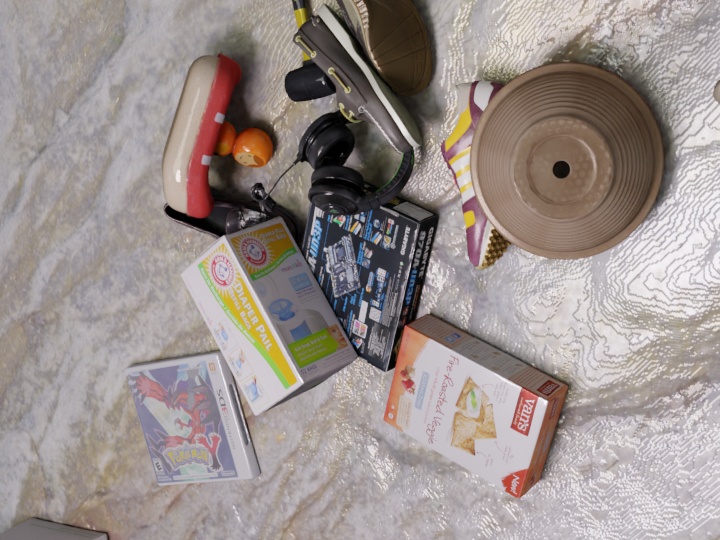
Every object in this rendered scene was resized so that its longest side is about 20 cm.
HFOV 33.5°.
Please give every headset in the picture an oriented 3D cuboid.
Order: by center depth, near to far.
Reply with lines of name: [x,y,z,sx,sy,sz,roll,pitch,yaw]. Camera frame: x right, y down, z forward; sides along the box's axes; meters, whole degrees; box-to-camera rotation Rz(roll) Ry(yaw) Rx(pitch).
headset: [-0.032,-0.114,1.396,0.197,0.094,0.125,-16,67,5]

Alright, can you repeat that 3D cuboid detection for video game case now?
video game case: [-0.243,0.214,1.714,0.198,0.023,0.185,-11,97,38]

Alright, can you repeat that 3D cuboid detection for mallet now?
mallet: [-0.078,-0.301,1.429,0.065,0.041,0.203,-16,90,35]

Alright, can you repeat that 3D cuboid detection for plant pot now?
plant pot: [0.203,-0.105,1.200,0.197,0.093,0.204,3,102,13]

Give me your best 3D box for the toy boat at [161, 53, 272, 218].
toy boat: [-0.172,-0.162,1.494,0.129,0.131,0.203,17,98,-13]

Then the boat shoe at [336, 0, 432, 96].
boat shoe: [0.018,-0.291,1.342,0.202,0.072,0.065,64,174,-14]

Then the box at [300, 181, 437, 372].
box: [0.000,0.000,1.453,0.158,0.046,0.203,25,117,29]

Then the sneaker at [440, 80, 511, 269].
sneaker: [0.130,-0.105,1.312,0.089,0.075,0.203,15,104,29]

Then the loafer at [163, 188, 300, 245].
loafer: [-0.170,-0.059,1.549,0.198,0.063,0.073,18,114,31]

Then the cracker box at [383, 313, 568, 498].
cracker box: [0.130,0.156,1.398,0.198,0.057,0.136,26,118,27]

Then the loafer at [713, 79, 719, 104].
loafer: [0.407,-0.204,1.078,0.069,0.075,0.200,51,136,10]

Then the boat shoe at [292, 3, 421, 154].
boat shoe: [-0.004,-0.206,1.356,0.060,0.072,0.203,-37,74,13]

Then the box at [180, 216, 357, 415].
box: [-0.112,0.053,1.454,0.101,0.112,0.202,-35,80,40]

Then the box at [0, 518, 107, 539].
box: [-0.520,0.521,1.900,0.197,0.199,0.174,1,107,36]
